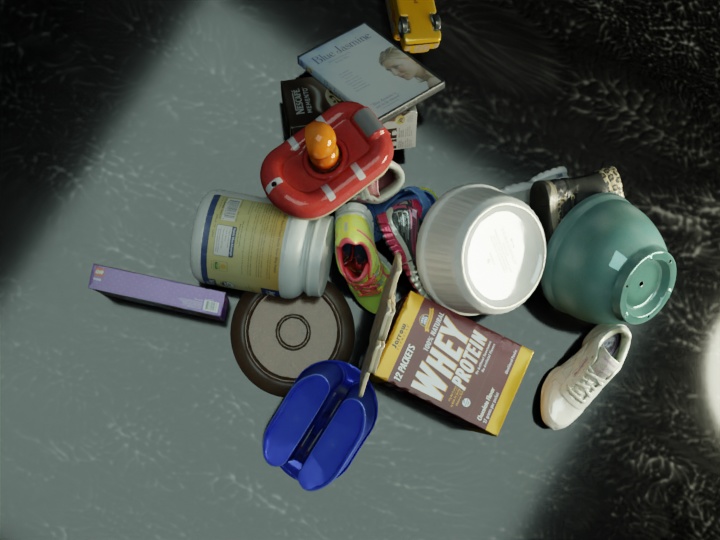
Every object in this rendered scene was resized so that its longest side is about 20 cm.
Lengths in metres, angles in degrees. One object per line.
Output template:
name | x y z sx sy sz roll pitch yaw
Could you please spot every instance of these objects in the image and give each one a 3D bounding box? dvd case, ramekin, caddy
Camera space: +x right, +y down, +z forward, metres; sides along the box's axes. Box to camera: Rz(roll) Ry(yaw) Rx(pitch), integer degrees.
dvd case | 0.015 -0.308 1.689 0.142 0.018 0.200 -32 55 -24
ramekin | 0.188 -0.026 1.626 0.199 0.094 0.206 -5 100 -28
caddy | -0.060 0.234 1.651 0.140 0.105 0.202 33 100 4

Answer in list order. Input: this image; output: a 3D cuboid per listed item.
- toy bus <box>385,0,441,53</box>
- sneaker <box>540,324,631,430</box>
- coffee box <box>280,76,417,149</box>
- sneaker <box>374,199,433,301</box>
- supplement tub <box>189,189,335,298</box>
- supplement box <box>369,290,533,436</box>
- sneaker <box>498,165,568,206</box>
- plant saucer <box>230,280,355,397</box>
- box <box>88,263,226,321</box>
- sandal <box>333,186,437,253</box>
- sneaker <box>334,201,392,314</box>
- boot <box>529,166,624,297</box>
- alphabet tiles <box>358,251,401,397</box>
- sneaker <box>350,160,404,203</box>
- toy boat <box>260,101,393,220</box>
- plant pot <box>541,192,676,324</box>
toy bus | 0.075 -0.440 1.737 0.064 0.078 0.203 -7 75 -13
sneaker | 0.351 0.160 1.702 0.075 0.100 0.201 37 83 -2
coffee box | -0.020 -0.245 1.701 0.197 0.080 0.114 -9 51 -7
sneaker | 0.098 -0.016 1.668 0.074 0.081 0.201 -30 119 5
supplement tub | -0.145 -0.037 1.643 0.197 0.144 0.147 10 83 6
supplement box | 0.125 0.141 1.634 0.198 0.197 0.134 26 83 -1
sneaker | 0.254 -0.096 1.733 0.197 0.075 0.083 -23 84 -8
plant saucer | -0.105 0.097 1.701 0.197 0.034 0.204 1 83 -6
box | -0.299 0.034 1.638 0.197 0.137 0.040 13 83 -4
sandal | 0.033 -0.085 1.708 0.198 0.087 0.080 -24 88 -6
sneaker | 0.000 0.000 1.656 0.077 0.091 0.202 -12 127 16
boot | 0.342 -0.063 1.722 0.149 0.073 0.203 -18 116 -22
alphabet tiles | 0.031 0.077 1.570 0.014 0.200 0.199 16 101 -1
sneaker | -0.026 -0.139 1.641 0.197 0.104 0.077 -4 99 -20
toy boat | -0.054 -0.167 1.554 0.199 0.131 0.131 -37 68 -3
plant pot | 0.391 0.000 1.656 0.198 0.134 0.203 -17 123 -28
